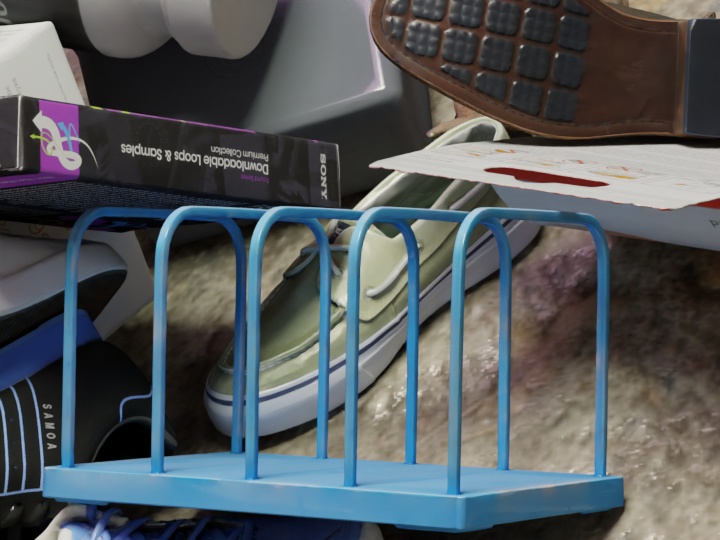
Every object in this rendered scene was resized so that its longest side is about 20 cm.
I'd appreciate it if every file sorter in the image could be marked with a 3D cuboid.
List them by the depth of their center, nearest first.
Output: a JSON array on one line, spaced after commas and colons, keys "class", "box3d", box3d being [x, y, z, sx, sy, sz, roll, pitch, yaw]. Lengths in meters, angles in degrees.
[{"class": "file sorter", "box3d": [-0.010, 0.036, 1.081, 0.199, 0.124, 0.138, 1, -1, 32]}]

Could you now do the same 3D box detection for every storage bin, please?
[{"class": "storage bin", "box3d": [-0.052, -0.098, 1.363, 0.198, 0.146, 0.135, -15, 60, 10]}]

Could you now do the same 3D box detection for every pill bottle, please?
[{"class": "pill bottle", "box3d": [-0.143, -0.167, 1.280, 0.199, 0.116, 0.116, 12, 43, 19]}]

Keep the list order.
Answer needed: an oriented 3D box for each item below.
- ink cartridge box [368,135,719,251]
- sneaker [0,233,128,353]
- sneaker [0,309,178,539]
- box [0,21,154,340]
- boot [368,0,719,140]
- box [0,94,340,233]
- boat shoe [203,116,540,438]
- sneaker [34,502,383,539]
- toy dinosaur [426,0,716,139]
[{"class": "ink cartridge box", "box3d": [0.126, -0.025, 1.129, 0.161, 0.051, 0.199, 10, 15, 40]}, {"class": "sneaker", "box3d": [-0.172, -0.001, 1.152, 0.073, 0.085, 0.200, -48, -14, 18]}, {"class": "sneaker", "box3d": [-0.162, 0.091, 1.113, 0.078, 0.070, 0.200, 47, 52, 11]}, {"class": "box", "box3d": [-0.215, -0.005, 1.235, 0.106, 0.153, 0.200, 0, 29, 40]}, {"class": "boot", "box3d": [0.092, -0.093, 1.197, 0.198, 0.075, 0.097, 11, -2, -12]}, {"class": "box", "box3d": [-0.124, -0.044, 1.151, 0.142, 0.036, 0.199, -4, -8, 39]}, {"class": "boat shoe", "box3d": [0.000, 0.000, 1.235, 0.200, 0.062, 0.072, -39, 36, -23]}, {"class": "sneaker", "box3d": [-0.087, 0.134, 1.079, 0.199, 0.077, 0.076, -18, 31, 5]}, {"class": "toy dinosaur", "box3d": [0.086, -0.117, 1.343, 0.135, 0.086, 0.200, 13, 55, 48]}]
